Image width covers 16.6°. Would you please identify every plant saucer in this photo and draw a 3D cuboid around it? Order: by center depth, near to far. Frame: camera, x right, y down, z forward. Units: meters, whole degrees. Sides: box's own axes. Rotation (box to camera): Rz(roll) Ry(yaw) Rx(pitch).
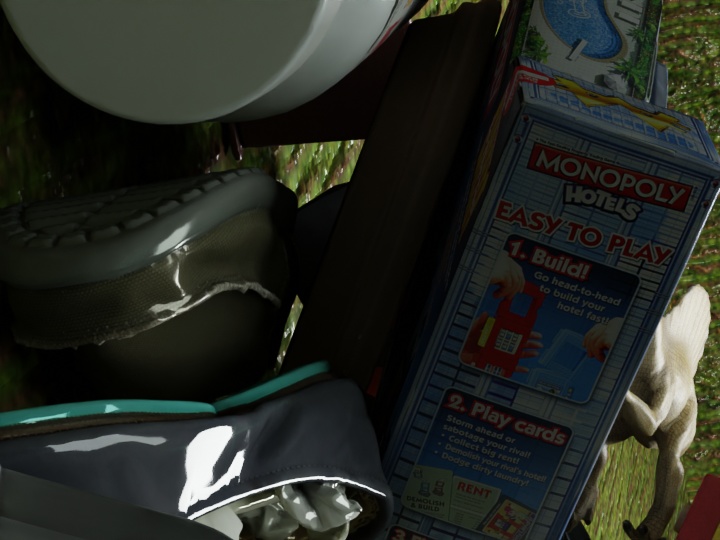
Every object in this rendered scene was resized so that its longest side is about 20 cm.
[{"bbox_3d":[0.000,0.000,0.822,0.200,0.029,0.201,-159,-90,-88],"label":"plant saucer"}]

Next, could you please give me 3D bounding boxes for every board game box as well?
[{"bbox_3d":[0.056,-0.009,0.749,0.200,0.061,0.201,112,-5,-48],"label":"board game box"}]

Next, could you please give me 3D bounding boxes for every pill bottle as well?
[{"bbox_3d":[-0.034,-0.108,0.732,0.200,0.116,0.117,-54,139,-72],"label":"pill bottle"}]

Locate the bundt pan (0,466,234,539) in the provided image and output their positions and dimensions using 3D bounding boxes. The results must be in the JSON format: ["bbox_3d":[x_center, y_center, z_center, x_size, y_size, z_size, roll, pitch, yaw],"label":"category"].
[{"bbox_3d":[-0.054,0.141,0.498,0.202,0.075,0.203,-172,-90,-83],"label":"bundt pan"}]

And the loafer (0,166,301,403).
[{"bbox_3d":[-0.051,0.010,0.712,0.200,0.075,0.070,-9,91,-78],"label":"loafer"}]

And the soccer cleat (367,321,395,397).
[{"bbox_3d":[0.053,0.005,0.918,0.069,0.077,0.200,111,-3,-48],"label":"soccer cleat"}]

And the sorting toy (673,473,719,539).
[{"bbox_3d":[0.133,0.165,0.947,0.201,0.069,0.199,-64,167,-10],"label":"sorting toy"}]

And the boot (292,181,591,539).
[{"bbox_3d":[0.019,0.064,0.948,0.165,0.065,0.201,-27,96,-63],"label":"boot"}]

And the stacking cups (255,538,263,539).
[{"bbox_3d":[-0.033,0.119,0.806,0.200,0.060,0.061,53,35,-71],"label":"stacking cups"}]

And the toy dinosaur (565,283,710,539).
[{"bbox_3d":[0.113,0.056,0.949,0.101,0.058,0.200,-61,156,-18],"label":"toy dinosaur"}]

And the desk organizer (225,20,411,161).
[{"bbox_3d":[-0.023,-0.145,0.885,0.072,0.077,0.201,-77,160,-53],"label":"desk organizer"}]

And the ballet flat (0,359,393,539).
[{"bbox_3d":[-0.047,0.064,0.637,0.200,0.073,0.073,-5,91,-64],"label":"ballet flat"}]
